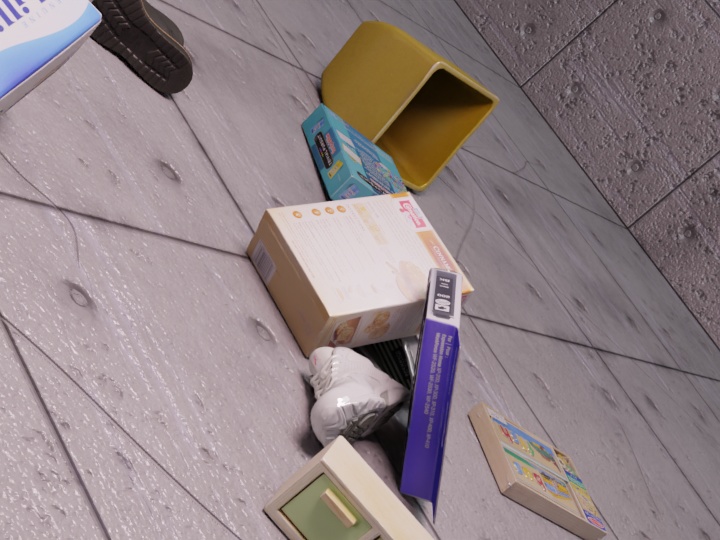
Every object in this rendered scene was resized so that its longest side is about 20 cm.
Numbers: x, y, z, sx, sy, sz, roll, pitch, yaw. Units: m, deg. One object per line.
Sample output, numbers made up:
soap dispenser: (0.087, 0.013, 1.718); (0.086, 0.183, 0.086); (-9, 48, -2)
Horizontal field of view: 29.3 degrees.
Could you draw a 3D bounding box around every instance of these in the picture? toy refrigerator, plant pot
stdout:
toy refrigerator: (0.015, 0.248, 1.185); (0.200, 0.076, 0.070); (49, 19, 0)
plant pot: (0.054, -0.277, 2.147); (0.194, 0.196, 0.200); (20, 25, -54)

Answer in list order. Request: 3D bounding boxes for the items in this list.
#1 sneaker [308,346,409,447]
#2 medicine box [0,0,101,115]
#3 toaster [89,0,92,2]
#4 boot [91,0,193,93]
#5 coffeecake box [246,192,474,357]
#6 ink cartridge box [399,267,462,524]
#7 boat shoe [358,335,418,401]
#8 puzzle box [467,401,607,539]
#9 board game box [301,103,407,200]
sneaker: (-0.023, 0.122, 1.376); (0.099, 0.078, 0.200); (45, 9, 11)
medicine box: (-0.355, -0.224, 1.167); (0.200, 0.103, 0.182); (45, 39, -9)
toaster: (-0.351, -0.286, 1.340); (0.114, 0.129, 0.200); (56, 20, 24)
boot: (-0.282, -0.312, 1.654); (0.200, 0.077, 0.138); (54, 10, -28)
coffeecake box: (0.000, 0.000, 1.520); (0.200, 0.073, 0.154); (-9, 54, -36)
ink cartridge box: (0.073, 0.124, 1.409); (0.043, 0.199, 0.200); (7, 20, 2)
boat shoe: (0.022, 0.059, 1.572); (0.200, 0.074, 0.067); (55, 15, 16)
puzzle box: (0.221, 0.253, 1.713); (0.200, 0.025, 0.133); (33, 25, -39)
board game box: (0.002, -0.132, 1.939); (0.151, 0.047, 0.200); (35, 21, -33)
